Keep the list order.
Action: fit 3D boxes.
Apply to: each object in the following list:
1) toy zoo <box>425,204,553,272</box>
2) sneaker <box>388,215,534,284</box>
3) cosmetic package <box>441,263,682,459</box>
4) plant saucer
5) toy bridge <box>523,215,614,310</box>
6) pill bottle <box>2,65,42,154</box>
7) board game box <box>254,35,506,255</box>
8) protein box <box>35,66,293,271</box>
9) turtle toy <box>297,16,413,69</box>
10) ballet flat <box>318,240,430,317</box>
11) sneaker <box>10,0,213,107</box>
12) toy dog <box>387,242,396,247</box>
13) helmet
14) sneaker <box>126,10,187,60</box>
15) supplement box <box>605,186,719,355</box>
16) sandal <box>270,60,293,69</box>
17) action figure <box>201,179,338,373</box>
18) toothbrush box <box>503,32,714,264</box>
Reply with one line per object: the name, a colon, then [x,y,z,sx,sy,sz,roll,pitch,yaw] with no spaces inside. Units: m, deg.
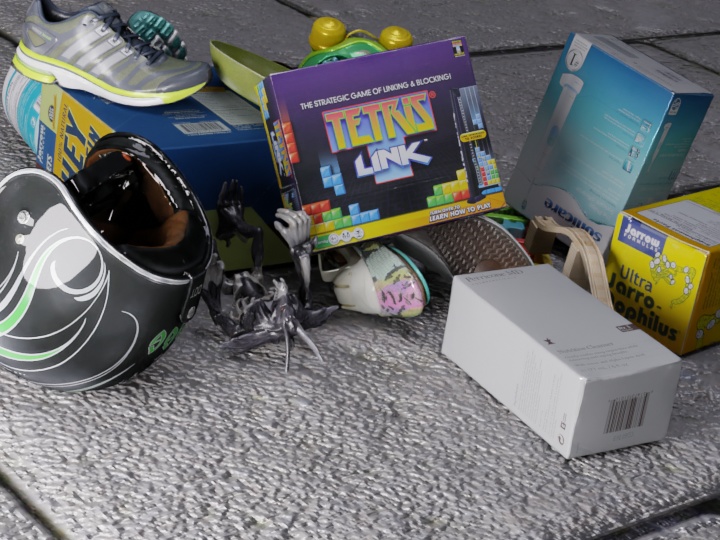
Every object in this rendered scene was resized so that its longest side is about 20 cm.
toy zoo: [0.126,-0.029,1.750,0.130,0.021,0.200,7,24,-7]
sneaker: [0.089,-0.029,1.645,0.199,0.073,0.085,36,-2,1]
cosmetic package: [0.169,0.073,1.460,0.112,0.082,0.200,-8,30,-31]
plant saucer: [-0.064,-0.169,1.663,0.199,0.031,0.200,27,10,-5]
toy bridge: [0.208,0.002,1.625,0.027,0.068,0.200,3,32,-19]
pill bottle: [-0.311,-0.171,1.788,0.110,0.112,0.200,-4,27,-28]
board game box: [0.020,-0.114,1.553,0.198,0.167,0.057,-14,0,-20]
protein box: [-0.183,-0.099,1.643,0.197,0.136,0.200,-8,29,-35]
turtle toy: [0.015,-0.181,1.818,0.198,0.147,0.101,6,37,-10]
ballet flat: [0.000,0.000,1.595,0.071,0.070,0.200,-17,27,-14]
sneaker: [-0.235,-0.208,1.598,0.198,0.082,0.074,12,25,7]
toy dog: [-0.020,-0.094,1.752,0.199,0.133,0.096,23,-6,12]
helmet: [-0.230,-0.002,1.340,0.199,0.191,0.201,33,34,-26]
sneaker: [-0.228,-0.199,1.772,0.091,0.201,0.078,34,62,26]
supplement box: [0.342,-0.005,1.670,0.199,0.110,0.108,-13,32,-43]
sandal: [-0.087,-0.210,1.920,0.198,0.055,0.082,5,17,15]
action figure: [-0.098,0.000,1.484,0.118,0.103,0.200,-23,44,-22]
toothbrush box: [0.255,-0.127,1.770,0.085,0.201,0.146,-3,32,-48]
